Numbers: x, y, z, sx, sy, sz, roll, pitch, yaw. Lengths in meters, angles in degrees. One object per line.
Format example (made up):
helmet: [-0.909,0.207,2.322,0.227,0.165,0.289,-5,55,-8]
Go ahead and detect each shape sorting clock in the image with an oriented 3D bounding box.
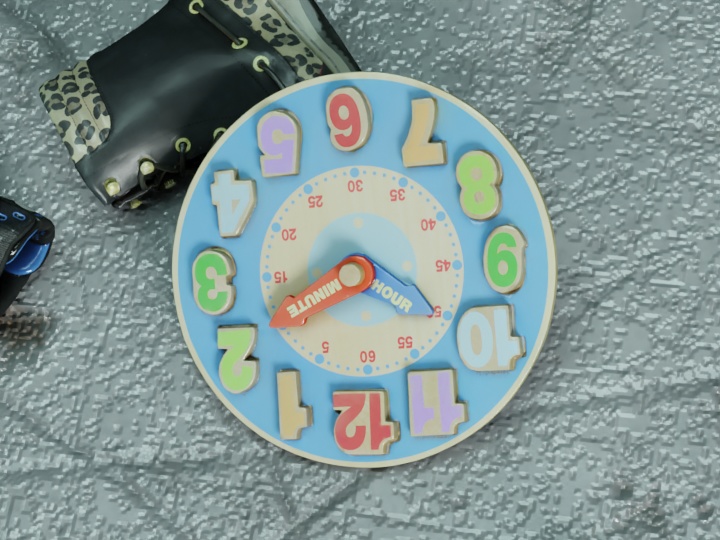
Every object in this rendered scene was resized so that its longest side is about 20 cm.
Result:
shape sorting clock: [0.000,0.000,1.460,0.200,0.039,0.200,1,96,13]

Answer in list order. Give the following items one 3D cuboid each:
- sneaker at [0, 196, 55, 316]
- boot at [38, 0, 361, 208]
sneaker: [-0.211,-0.053,1.551,0.112,0.073,0.200,8,73,10]
boot: [-0.065,-0.065,1.531,0.154,0.073,0.204,-33,70,2]
